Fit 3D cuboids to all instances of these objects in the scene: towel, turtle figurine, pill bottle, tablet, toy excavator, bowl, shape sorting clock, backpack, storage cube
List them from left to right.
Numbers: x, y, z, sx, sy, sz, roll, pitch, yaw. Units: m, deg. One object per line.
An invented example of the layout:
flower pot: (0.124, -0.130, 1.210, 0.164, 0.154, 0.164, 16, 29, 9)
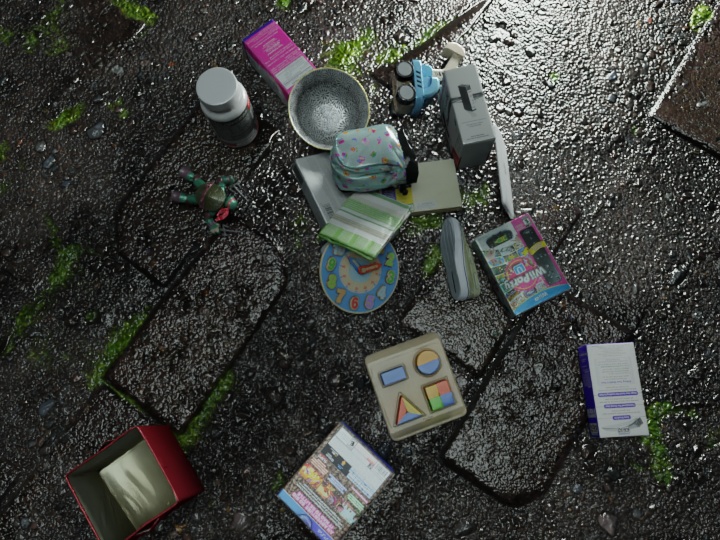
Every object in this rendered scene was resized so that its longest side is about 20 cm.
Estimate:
storage cube: (-0.461, 0.443, 1.193, 0.170, 0.180, 0.201, -35, 77, -7)
turtle figurine: (-0.358, -0.178, 1.389, 0.198, 0.101, 0.151, 23, 78, 13)
pill bottle: (-0.321, -0.392, 1.383, 0.113, 0.200, 0.115, 0, 76, 1)
bowl: (-0.083, -0.388, 1.421, 0.198, 0.094, 0.203, 0, 88, -10)
shape sorting clock: (0.000, 0.000, 1.326, 0.198, 0.039, 0.202, 0, 89, -21)
towel: (0.014, -0.109, 1.314, 0.148, 0.031, 0.200, 24, 49, 17)
backpack: (0.025, -0.264, 1.348, 0.198, 0.127, 0.168, -10, 57, -7)
toy excavator: (0.173, -0.487, 1.459, 0.198, 0.100, 0.197, 0, 78, -12)
tablet: (0.344, -0.235, 1.367, 0.014, 0.130, 0.202, -9, 75, 22)

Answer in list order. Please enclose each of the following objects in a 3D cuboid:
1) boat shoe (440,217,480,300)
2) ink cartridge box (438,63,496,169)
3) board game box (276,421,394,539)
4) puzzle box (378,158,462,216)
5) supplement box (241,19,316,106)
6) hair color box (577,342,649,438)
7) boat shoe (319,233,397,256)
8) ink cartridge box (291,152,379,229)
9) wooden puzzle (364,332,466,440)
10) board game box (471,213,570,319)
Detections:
boat shoe: (0.236, -0.027, 1.356, 0.061, 0.072, 0.202, -2, 78, -24)
ink cartridge box: (0.255, -0.372, 1.392, 0.083, 0.144, 0.202, -10, 76, -1)
board game box: (-0.049, 0.453, 1.221, 0.159, 0.097, 0.200, 41, 81, 10)
puzzle box: (0.142, -0.201, 1.408, 0.198, 0.025, 0.134, -6, 71, 0)
supplement box: (-0.198, -0.520, 1.463, 0.103, 0.101, 0.201, -37, 79, -8)
hair color box: (0.559, 0.266, 1.269, 0.108, 0.065, 0.202, -3, 74, 0)
boat shoe: (-0.007, -0.083, 1.371, 0.198, 0.069, 0.057, -21, 37, -6)
ink cartridge box: (-0.052, -0.201, 1.412, 0.172, 0.044, 0.201, -19, 75, -29)
wooden puzzle: (0.124, 0.259, 1.291, 0.184, 0.046, 0.202, -19, 76, -3)
board game box: (0.372, -0.010, 1.335, 0.146, 0.064, 0.201, -25, 78, -4)
